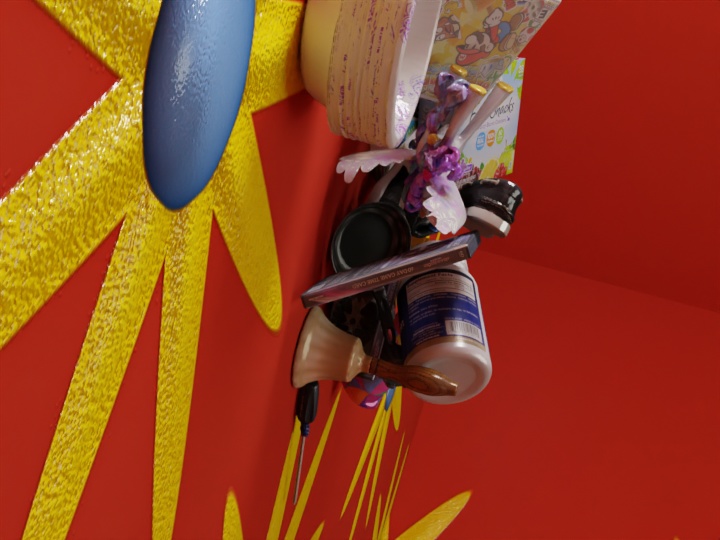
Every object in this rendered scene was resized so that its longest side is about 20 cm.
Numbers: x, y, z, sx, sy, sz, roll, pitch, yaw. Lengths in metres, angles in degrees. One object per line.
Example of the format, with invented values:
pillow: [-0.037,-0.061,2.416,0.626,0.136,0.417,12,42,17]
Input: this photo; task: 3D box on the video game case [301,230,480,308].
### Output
video game case: [0.039,-0.003,1.215,0.143,0.196,0.019,-38,111,-76]

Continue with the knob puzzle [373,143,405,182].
knob puzzle: [0.057,-0.212,1.520,0.220,0.030,0.224,15,89,-81]

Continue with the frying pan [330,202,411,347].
frying pan: [0.030,-0.005,1.347,0.115,0.031,0.191,-40,121,-8]

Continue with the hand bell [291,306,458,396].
hand bell: [0.024,0.118,1.287,0.104,0.196,0.106,14,90,-81]

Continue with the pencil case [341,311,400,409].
pencil case: [0.056,0.125,1.591,0.200,0.088,0.089,-43,-174,26]

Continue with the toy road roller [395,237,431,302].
toy road roller: [0.087,0.000,1.659,0.200,0.143,0.125,19,86,-81]

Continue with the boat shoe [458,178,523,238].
boat shoe: [0.150,-0.083,1.301,0.061,0.073,0.200,-59,-173,-1]

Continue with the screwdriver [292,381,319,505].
screwdriver: [-0.073,0.230,1.377,0.028,0.028,0.204,-58,155,-61]

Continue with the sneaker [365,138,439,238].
sneaker: [0.087,-0.109,1.497,0.201,0.111,0.074,-53,172,-49]

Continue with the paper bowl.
paper bowl: [0.009,-0.223,0.976,0.201,0.102,0.205,14,90,-81]

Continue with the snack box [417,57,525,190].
snack box: [0.151,-0.206,1.445,0.199,0.067,0.172,-24,123,-55]

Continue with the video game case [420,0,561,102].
video game case: [0.118,-0.276,1.228,0.198,0.023,0.183,6,134,-44]

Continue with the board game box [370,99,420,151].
board game box: [0.060,-0.245,1.367,0.200,0.034,0.129,-52,146,-57]

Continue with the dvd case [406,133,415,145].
dvd case: [0.105,-0.176,1.586,0.017,0.141,0.203,33,66,-39]

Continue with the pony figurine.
pony figurine: [0.089,-0.137,1.242,0.202,0.165,0.192,-61,163,23]

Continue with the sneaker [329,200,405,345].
sneaker: [0.000,0.000,1.403,0.086,0.076,0.203,-143,-105,-77]

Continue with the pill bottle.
pill bottle: [0.106,0.064,1.387,0.117,0.113,0.202,95,-6,-47]

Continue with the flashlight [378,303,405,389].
flashlight: [0.038,0.092,1.487,0.067,0.068,0.201,-38,-148,6]

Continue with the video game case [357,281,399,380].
video game case: [0.012,0.047,1.461,0.142,0.019,0.204,-1,-108,69]
